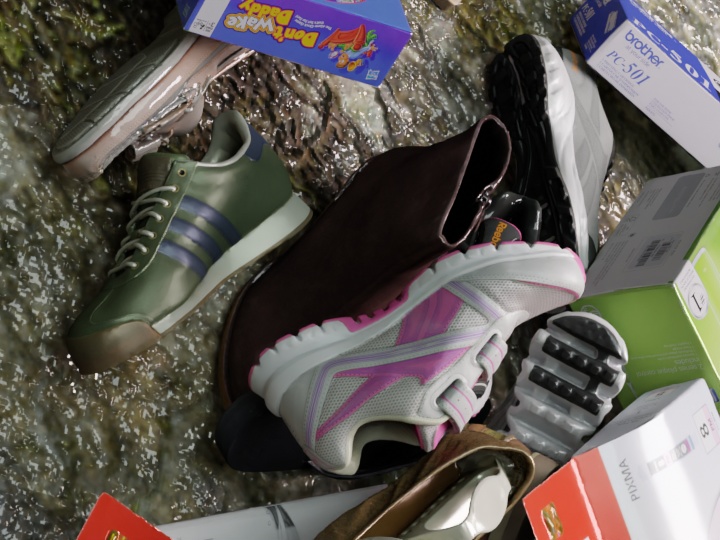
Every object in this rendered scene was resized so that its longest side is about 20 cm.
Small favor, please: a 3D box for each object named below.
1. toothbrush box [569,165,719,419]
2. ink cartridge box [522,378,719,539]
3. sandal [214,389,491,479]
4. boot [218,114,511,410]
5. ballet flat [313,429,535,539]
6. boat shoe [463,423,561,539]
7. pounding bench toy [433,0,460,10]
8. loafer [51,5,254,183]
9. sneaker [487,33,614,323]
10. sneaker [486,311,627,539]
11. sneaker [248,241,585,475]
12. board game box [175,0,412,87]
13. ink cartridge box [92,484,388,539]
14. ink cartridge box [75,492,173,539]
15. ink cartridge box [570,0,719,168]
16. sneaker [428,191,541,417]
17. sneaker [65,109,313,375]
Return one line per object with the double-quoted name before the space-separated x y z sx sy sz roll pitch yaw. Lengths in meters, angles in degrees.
"toothbrush box" 0.239 0.052 1.461 0.146 0.086 0.201 -50 121 -43
"ink cartridge box" 0.182 0.171 1.315 0.200 0.057 0.163 -30 100 -61
"sandal" 0.000 0.102 1.331 0.199 0.076 0.043 -4 45 -40
"boot" 0.000 0.000 1.315 0.072 0.166 0.201 38 61 -17
"ballet flat" 0.028 0.151 1.198 0.200 0.072 0.068 -36 104 -37
"boat shoe" 0.053 0.187 1.329 0.201 0.068 0.072 -66 162 12
"pounding bench toy" 0.063 -0.304 1.444 0.200 0.156 0.124 46 58 -13
"loafer" -0.107 -0.115 1.342 0.063 0.072 0.200 50 54 -19
"sneaker" 0.141 -0.060 1.479 0.079 0.074 0.201 7 73 -36
"sneaker" 0.103 0.116 1.380 0.075 0.081 0.201 34 96 3
"sneaker" 0.042 0.053 1.240 0.199 0.081 0.089 -27 72 2
"board game box" -0.056 -0.207 1.351 0.134 0.045 0.201 15 38 -28
"ink cartridge box" -0.068 0.213 1.265 0.199 0.083 0.148 -6 82 -33
"ink cartridge box" -0.086 0.234 1.171 0.200 0.047 0.161 38 62 -21
"ink cartridge box" 0.236 -0.113 1.539 0.200 0.044 0.094 38 18 -18
"sneaker" 0.065 0.010 1.358 0.080 0.087 0.200 24 31 -1
"sneaker" -0.116 -0.025 1.304 0.200 0.067 0.090 -39 109 -40
